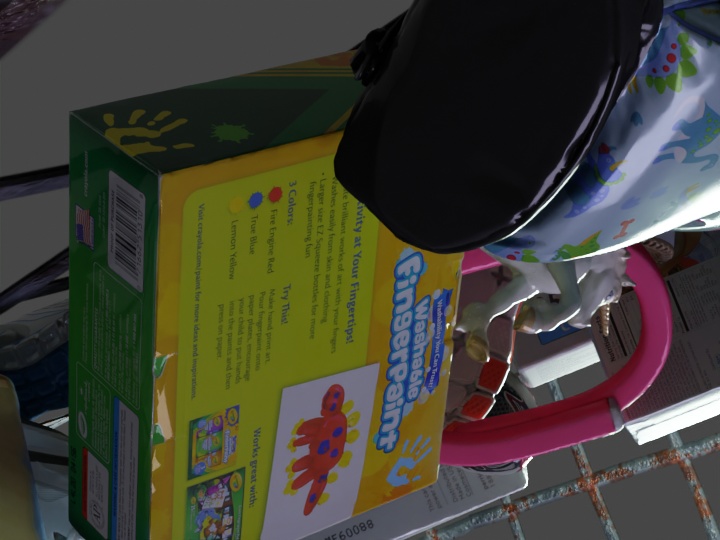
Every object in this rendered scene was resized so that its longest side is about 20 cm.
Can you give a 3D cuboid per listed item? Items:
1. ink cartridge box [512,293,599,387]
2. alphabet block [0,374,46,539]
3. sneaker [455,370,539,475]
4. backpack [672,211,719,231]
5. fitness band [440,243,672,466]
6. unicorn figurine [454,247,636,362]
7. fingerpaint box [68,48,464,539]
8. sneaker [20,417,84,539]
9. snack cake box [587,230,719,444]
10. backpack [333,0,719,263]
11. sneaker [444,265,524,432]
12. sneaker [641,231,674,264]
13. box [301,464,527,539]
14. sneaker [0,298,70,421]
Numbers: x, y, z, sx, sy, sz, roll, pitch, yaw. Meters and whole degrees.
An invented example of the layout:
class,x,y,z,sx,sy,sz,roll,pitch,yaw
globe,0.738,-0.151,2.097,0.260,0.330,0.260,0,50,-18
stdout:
class,x,y,z,sx,sy,sz,roll,pitch,yaw
ink cartridge box,0.178,-0.035,1.205,0.199,0.177,0.045,-23,153,8
alphabet block,-0.295,0.163,0.888,0.194,0.198,0.200,-25,159,20
sneaker,0.035,0.078,1.189,0.081,0.199,0.075,-61,163,7
backpack,0.186,-0.093,0.850,0.199,0.127,0.166,-30,167,36
fitness band,0.089,0.043,1.028,0.198,0.145,0.037,-16,-159,7
unicorn figurine,0.077,-0.014,0.888,0.074,0.200,0.138,-26,-163,41
fingerpaint box,-0.039,0.018,0.735,0.166,0.202,0.073,-18,-144,-35
sneaker,-0.167,0.160,1.018,0.199,0.116,0.076,12,152,-5
snack cake box,0.195,-0.002,1.121,0.114,0.201,0.067,-22,158,10
backpack,0.112,-0.084,0.667,0.200,0.154,0.164,-33,162,-51
sneaker,0.072,0.040,1.118,0.201,0.077,0.082,-60,172,-4
sneaker,0.110,-0.079,1.057,0.199,0.113,0.071,15,160,-24
box,0.007,0.095,1.355,0.199,0.200,0.171,-23,-169,7
sneaker,-0.211,0.061,1.089,0.198,0.076,0.087,-16,-168,9
